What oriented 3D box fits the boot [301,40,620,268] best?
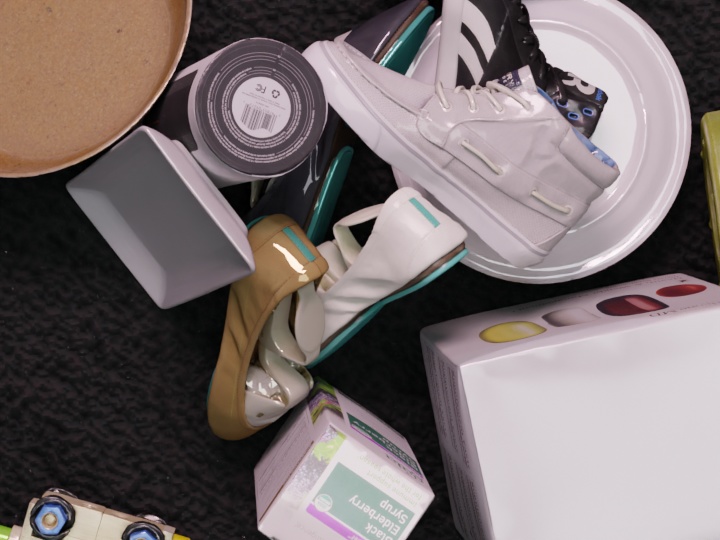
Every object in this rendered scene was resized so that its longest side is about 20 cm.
[{"bbox_3d":[0.064,-0.095,1.228,0.200,0.074,0.096,38,108,-20],"label":"boot"}]

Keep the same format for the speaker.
[{"bbox_3d":[-0.084,-0.092,1.251,0.081,0.200,0.082,0,90,-17],"label":"speaker"}]

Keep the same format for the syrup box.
[{"bbox_3d":[-0.014,0.132,1.276,0.079,0.200,0.082,34,91,-6],"label":"syrup box"}]

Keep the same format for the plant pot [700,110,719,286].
[{"bbox_3d":[0.321,-0.049,1.309,0.192,0.200,0.201,-8,95,8],"label":"plant pot"}]

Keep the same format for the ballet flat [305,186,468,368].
[{"bbox_3d":[0.000,0.000,1.286,0.069,0.200,0.070,11,65,-24],"label":"ballet flat"}]

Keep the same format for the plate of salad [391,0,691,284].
[{"bbox_3d":[0.118,-0.091,1.347,0.199,0.048,0.201,0,87,4],"label":"plate of salad"}]

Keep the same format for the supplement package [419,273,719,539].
[{"bbox_3d":[0.151,0.097,1.288,0.190,0.200,0.148,-12,96,-4],"label":"supplement package"}]

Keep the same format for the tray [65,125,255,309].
[{"bbox_3d":[-0.122,-0.033,1.263,0.022,0.200,0.108,-41,98,-21],"label":"tray"}]

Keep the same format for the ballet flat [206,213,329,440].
[{"bbox_3d":[-0.057,0.053,1.282,0.063,0.201,0.069,37,53,24],"label":"ballet flat"}]

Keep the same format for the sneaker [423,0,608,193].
[{"bbox_3d":[0.104,-0.139,1.276,0.111,0.073,0.201,6,114,1],"label":"sneaker"}]

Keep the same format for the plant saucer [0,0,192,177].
[{"bbox_3d":[-0.192,-0.144,1.285,0.199,0.035,0.201,-7,66,17],"label":"plant saucer"}]

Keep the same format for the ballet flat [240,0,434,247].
[{"bbox_3d":[-0.024,-0.099,1.325,0.073,0.073,0.201,26,99,-6],"label":"ballet flat"}]

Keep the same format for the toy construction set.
[{"bbox_3d":[-0.179,0.218,1.330,0.199,0.092,0.132,15,93,-17],"label":"toy construction set"}]
